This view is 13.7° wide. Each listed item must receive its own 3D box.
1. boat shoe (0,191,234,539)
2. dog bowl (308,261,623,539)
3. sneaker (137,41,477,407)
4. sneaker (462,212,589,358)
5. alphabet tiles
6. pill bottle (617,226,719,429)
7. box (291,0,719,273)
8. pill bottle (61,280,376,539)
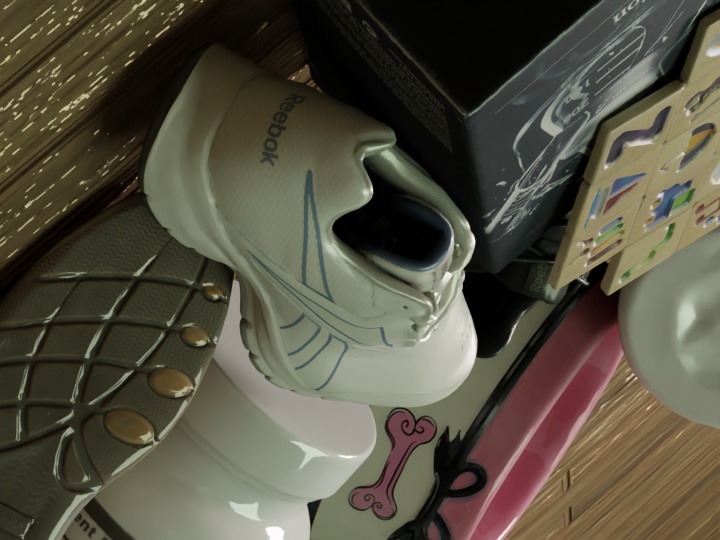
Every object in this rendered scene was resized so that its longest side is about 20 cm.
[{"bbox_3d":[-0.117,0.052,1.037,0.200,0.076,0.072,-52,-162,4],"label":"boat shoe"},{"bbox_3d":[0.057,0.064,1.393,0.200,0.074,0.200,-53,169,-15],"label":"dog bowl"},{"bbox_3d":[0.000,0.000,0.999,0.075,0.087,0.200,-65,149,-14],"label":"sneaker"},{"bbox_3d":[0.081,-0.038,1.191,0.200,0.076,0.091,118,-18,-47],"label":"sneaker"},{"bbox_3d":[0.150,-0.067,1.041,0.200,0.006,0.167,-31,157,-24],"label":"alphabet tiles"},{"bbox_3d":[0.180,-0.022,1.380,0.111,0.111,0.200,-51,-169,28],"label":"pill bottle"},{"bbox_3d":[0.080,-0.120,0.969,0.200,0.104,0.182,-41,166,-5],"label":"box"},{"bbox_3d":[-0.091,0.104,1.128,0.200,0.116,0.116,-48,164,19],"label":"pill bottle"}]
